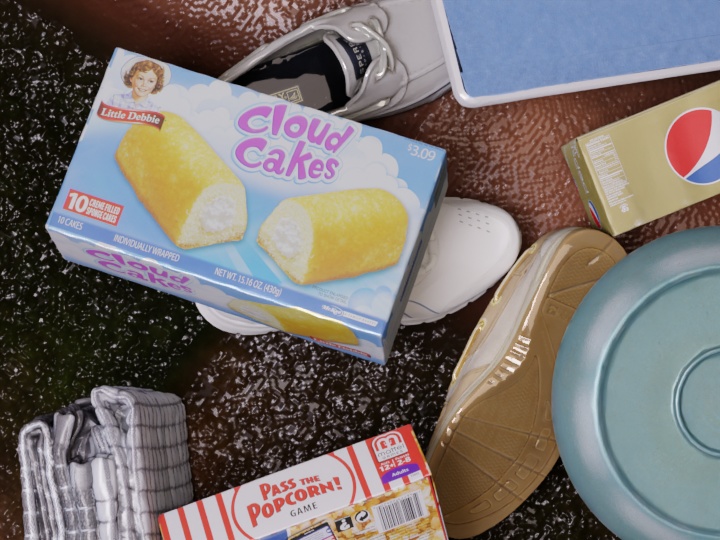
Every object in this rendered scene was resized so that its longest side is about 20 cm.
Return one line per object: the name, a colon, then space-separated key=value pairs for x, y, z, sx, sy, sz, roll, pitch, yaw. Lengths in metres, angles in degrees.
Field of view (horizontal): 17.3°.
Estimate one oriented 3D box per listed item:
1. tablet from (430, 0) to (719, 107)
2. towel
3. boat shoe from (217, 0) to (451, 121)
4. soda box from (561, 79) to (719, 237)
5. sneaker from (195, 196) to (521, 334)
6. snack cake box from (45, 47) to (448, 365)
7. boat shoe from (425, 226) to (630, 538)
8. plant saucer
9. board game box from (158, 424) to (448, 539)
tablet: x=0.138 y=-0.171 z=1.419 sx=0.199 sy=0.014 sz=0.131 roll=-9 pitch=76 yaw=-14
towel: x=-0.145 y=0.167 z=1.345 sx=0.085 sy=0.166 sz=0.202 roll=-6 pitch=87 yaw=5
boat shoe: x=-0.007 y=-0.124 z=1.409 sx=0.199 sy=0.066 sz=0.072 roll=-18 pitch=89 yaw=-3
soda box: x=0.225 y=-0.084 z=1.419 sx=0.199 sy=0.068 sz=0.064 roll=-21 pitch=89 yaw=-4
sneaker: x=0.000 y=0.000 z=1.396 sx=0.199 sy=0.087 sz=0.075 roll=-12 pitch=87 yaw=-4
snack cake box: x=-0.061 y=-0.036 z=1.326 sx=0.199 sy=0.067 sz=0.116 roll=17 pitch=76 yaw=8
boat shoe: x=0.092 y=0.064 z=1.407 sx=0.073 sy=0.069 sz=0.201 roll=31 pitch=92 yaw=-18
plant saucer: x=0.210 y=0.075 z=1.368 sx=0.199 sy=0.027 sz=0.202 roll=0 pitch=92 yaw=-4
board game box: x=-0.016 y=0.195 z=1.349 sx=0.151 sy=0.046 sz=0.201 roll=-19 pitch=130 yaw=-4
